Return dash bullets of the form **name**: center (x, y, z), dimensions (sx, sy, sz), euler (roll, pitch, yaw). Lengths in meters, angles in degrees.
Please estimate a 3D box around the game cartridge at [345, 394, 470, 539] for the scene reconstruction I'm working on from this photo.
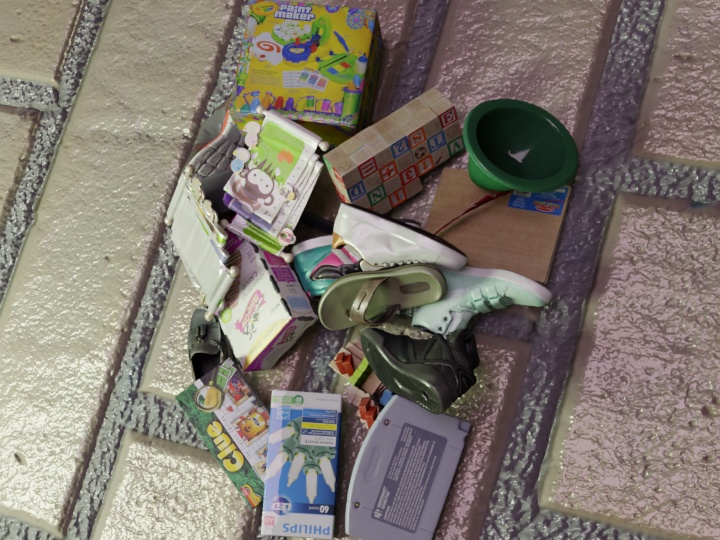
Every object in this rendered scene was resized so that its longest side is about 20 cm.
- **game cartridge**: center (0.058, 0.280, 1.519), dimensions (0.132, 0.041, 0.201), euler (22, 81, -6)

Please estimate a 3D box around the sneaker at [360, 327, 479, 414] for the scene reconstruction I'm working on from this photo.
- **sneaker**: center (0.087, 0.119, 1.524), dimensions (0.114, 0.077, 0.199), euler (-28, 31, -27)

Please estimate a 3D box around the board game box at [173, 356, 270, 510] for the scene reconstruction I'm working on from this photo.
- **board game box**: center (-0.175, 0.237, 1.622), dimensions (0.105, 0.023, 0.200), euler (-37, 81, -5)

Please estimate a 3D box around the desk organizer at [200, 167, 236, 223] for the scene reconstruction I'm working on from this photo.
- **desk organizer**: center (-0.179, -0.119, 1.748), dimensions (0.199, 0.077, 0.072), euler (-18, 68, 16)

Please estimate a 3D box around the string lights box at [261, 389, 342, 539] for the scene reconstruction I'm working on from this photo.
- **string lights box**: center (-0.081, 0.275, 1.574), dimensions (0.102, 0.059, 0.202), euler (3, 77, 0)

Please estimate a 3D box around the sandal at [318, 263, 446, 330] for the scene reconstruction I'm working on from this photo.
- **sandal**: center (0.024, 0.041, 1.548), dimensions (0.200, 0.080, 0.058), euler (-17, 32, 28)

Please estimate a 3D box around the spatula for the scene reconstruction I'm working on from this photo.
- **spatula**: center (-0.108, -0.090, 1.684), dimensions (0.199, 0.021, 0.057), euler (21, 98, -13)

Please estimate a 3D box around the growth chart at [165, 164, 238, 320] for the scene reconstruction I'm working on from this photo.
- **growth chart**: center (-0.240, -0.044, 1.663), dimensions (0.145, 0.018, 0.201), euler (-48, 61, 46)

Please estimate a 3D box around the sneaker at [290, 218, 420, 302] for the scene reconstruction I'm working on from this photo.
- **sneaker**: center (0.000, 0.000, 1.636), dimensions (0.199, 0.084, 0.122), euler (-14, 73, 12)

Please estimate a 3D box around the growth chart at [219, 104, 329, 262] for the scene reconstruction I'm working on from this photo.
- **growth chart**: center (-0.131, -0.130, 1.632), dimensions (0.144, 0.018, 0.201), euler (21, 95, 12)

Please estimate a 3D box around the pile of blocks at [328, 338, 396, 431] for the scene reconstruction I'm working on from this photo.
- **pile of blocks**: center (0.020, 0.181, 1.582), dimensions (0.082, 0.062, 0.201), euler (-33, 65, 10)

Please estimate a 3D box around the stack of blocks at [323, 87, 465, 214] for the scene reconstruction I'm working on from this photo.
- **stack of blocks**: center (0.055, -0.166, 1.639), dimensions (0.199, 0.115, 0.059), euler (-33, 49, -9)

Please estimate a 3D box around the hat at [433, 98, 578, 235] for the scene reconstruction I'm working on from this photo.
- **hat**: center (0.192, -0.132, 1.618), dimensions (0.198, 0.176, 0.167), euler (2, 56, -17)

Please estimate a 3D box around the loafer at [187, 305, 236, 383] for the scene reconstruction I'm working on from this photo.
- **loafer**: center (-0.228, 0.142, 1.695), dimensions (0.071, 0.063, 0.201), euler (-21, 67, 17)

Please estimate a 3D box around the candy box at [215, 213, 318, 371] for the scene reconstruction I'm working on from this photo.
- **candy box**: center (-0.162, 0.033, 1.678), dimensions (0.136, 0.061, 0.201), euler (-47, 60, 31)

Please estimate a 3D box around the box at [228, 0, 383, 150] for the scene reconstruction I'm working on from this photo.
- **box**: center (-0.080, -0.300, 1.714), dimensions (0.198, 0.122, 0.194), euler (8, 77, 9)

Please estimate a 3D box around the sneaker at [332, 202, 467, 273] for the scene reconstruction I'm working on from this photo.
- **sneaker**: center (0.052, -0.025, 1.568), dimensions (0.199, 0.073, 0.085), euler (21, 97, 18)

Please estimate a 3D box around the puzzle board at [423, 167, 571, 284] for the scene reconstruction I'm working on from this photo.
- **puzzle board**: center (0.193, -0.066, 1.607), dimensions (0.199, 0.017, 0.152), euler (11, 72, 24)

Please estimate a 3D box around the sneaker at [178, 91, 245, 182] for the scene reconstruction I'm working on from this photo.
- **sneaker**: center (-0.235, -0.209, 1.815), dimensions (0.200, 0.077, 0.082), euler (-53, 43, -6)

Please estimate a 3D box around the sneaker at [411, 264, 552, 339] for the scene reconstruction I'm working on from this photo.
- **sneaker**: center (0.167, 0.059, 1.553), dimensions (0.199, 0.074, 0.119), euler (9, 75, 30)
